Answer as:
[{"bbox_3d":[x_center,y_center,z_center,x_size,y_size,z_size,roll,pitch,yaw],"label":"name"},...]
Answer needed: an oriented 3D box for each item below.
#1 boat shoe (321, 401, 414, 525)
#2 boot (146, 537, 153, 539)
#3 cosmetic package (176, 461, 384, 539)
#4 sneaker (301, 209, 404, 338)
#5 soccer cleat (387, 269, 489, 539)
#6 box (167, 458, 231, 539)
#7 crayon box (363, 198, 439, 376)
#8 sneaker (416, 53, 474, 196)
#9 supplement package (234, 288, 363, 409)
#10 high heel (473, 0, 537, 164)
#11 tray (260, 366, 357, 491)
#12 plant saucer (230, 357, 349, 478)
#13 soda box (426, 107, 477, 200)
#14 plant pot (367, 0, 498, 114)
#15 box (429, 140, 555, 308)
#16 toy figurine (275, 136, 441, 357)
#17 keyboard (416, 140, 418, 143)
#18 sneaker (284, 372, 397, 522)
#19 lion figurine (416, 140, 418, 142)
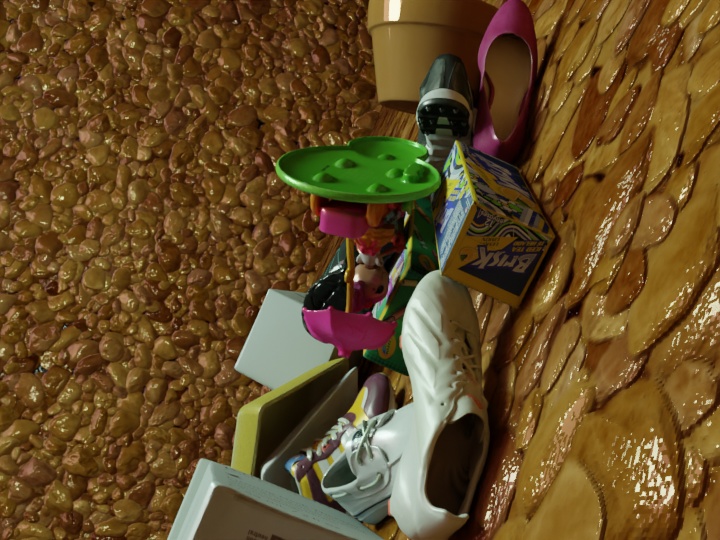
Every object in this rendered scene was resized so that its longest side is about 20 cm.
[{"bbox_3d":[0.018,0.160,0.671,0.074,0.066,0.201,-74,9,-46],"label":"boat shoe"},{"bbox_3d":[-0.193,0.427,0.882,0.068,0.197,0.191,151,143,-79],"label":"boot"},{"bbox_3d":[-0.082,0.273,0.656,0.200,0.165,0.169,142,150,-75],"label":"cosmetic package"},{"bbox_3d":[0.000,0.000,0.914,0.201,0.075,0.079,-57,-4,26],"label":"sneaker"},{"bbox_3d":[0.064,0.088,0.560,0.078,0.068,0.203,-40,36,57],"label":"soccer cleat"},{"bbox_3d":[-0.174,0.375,1.044,0.201,0.150,0.108,-74,-4,-53],"label":"box"},{"bbox_3d":[0.058,0.010,0.897,0.201,0.057,0.120,-80,14,-62],"label":"crayon box"},{"bbox_3d":[0.092,-0.153,0.844,0.201,0.065,0.092,80,-162,-66],"label":"sneaker"},{"bbox_3d":[-0.068,0.104,1.091,0.119,0.116,0.200,-65,-13,2],"label":"supplement package"},{"bbox_3d":[0.148,-0.197,0.799,0.096,0.066,0.203,96,-170,-79],"label":"high heel"},{"bbox_3d":[-0.059,0.201,0.898,0.200,0.022,0.109,-43,-37,-50],"label":"tray"},{"bbox_3d":[-0.092,0.211,0.917,0.199,0.048,0.204,-21,-57,-62],"label":"plant saucer"},{"bbox_3d":[0.094,-0.114,1.009,0.070,0.063,0.201,-75,11,-52],"label":"soda box"},{"bbox_3d":[0.099,-0.302,1.140,0.200,0.196,0.143,-140,58,-83],"label":"plant pot"},{"bbox_3d":[0.104,-0.047,0.669,0.201,0.069,0.065,-83,17,-67],"label":"box"},{"bbox_3d":[0.000,-0.016,0.761,0.200,0.148,0.187,-48,-33,-61],"label":"toy figurine"},{"bbox_3d":[0.078,-0.164,1.014,0.056,0.011,0.202,110,-175,-71],"label":"keyboard"},{"bbox_3d":[-0.028,0.193,0.821,0.075,0.089,0.203,135,156,-70],"label":"sneaker"},{"bbox_3d":[0.054,-0.131,1.188,0.199,0.073,0.123,-32,-15,-39],"label":"lion figurine"}]
